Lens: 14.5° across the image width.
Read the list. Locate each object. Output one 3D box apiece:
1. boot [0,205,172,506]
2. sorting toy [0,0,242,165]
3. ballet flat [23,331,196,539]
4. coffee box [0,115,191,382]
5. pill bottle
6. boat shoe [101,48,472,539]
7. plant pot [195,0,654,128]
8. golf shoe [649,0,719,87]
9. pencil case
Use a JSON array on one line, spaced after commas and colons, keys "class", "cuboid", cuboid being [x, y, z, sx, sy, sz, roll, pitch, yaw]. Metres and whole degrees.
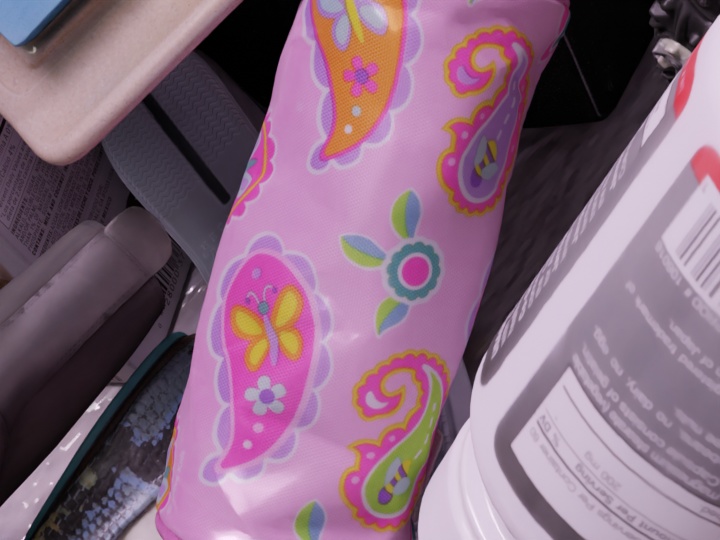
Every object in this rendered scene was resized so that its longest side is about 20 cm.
[{"class": "boot", "cuboid": [-0.129, 0.058, 0.929, 0.138, 0.077, 0.200, -47, 8, -23]}, {"class": "sorting toy", "cuboid": [-0.095, -0.159, 0.823, 0.185, 0.036, 0.200, -43, 89, 15]}, {"class": "ballet flat", "cuboid": [-0.089, 0.114, 0.915, 0.074, 0.074, 0.200, 29, 79, 41]}, {"class": "coffee box", "cuboid": [-0.154, -0.043, 0.960, 0.113, 0.200, 0.080, -1, 59, 31]}, {"class": "pill bottle", "cuboid": [0.099, 0.026, 0.762, 0.200, 0.114, 0.114, 122, 148, -43]}, {"class": "boat shoe", "cuboid": [-0.013, 0.002, 0.933, 0.072, 0.062, 0.200, -43, 64, 21]}, {"class": "plant pot", "cuboid": [0.021, -0.160, 0.951, 0.177, 0.200, 0.200, 19, 70, 27]}, {"class": "golf shoe", "cuboid": [0.121, -0.097, 0.831, 0.077, 0.200, 0.088, 19, 66, 47]}, {"class": "pencil case", "cuboid": [0.000, 0.000, 0.843, 0.087, 0.087, 0.200, 20, 98, 39]}]
